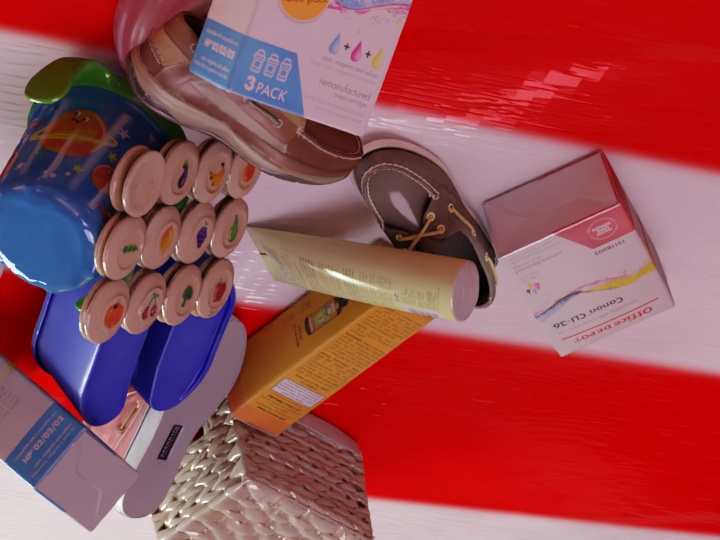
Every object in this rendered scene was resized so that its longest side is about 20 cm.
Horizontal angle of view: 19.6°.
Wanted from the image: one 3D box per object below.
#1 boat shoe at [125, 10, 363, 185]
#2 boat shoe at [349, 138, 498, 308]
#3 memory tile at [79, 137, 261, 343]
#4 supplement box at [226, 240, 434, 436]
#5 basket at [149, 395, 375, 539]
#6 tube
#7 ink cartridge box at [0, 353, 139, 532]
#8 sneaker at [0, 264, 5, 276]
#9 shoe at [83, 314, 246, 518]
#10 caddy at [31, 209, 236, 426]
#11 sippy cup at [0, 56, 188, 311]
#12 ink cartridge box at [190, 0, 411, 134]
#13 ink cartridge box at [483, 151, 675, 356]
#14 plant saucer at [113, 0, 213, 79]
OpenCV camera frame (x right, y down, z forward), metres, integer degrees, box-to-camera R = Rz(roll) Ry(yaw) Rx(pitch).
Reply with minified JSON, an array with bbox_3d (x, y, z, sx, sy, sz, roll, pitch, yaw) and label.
[{"bbox_3d":[-0.073,-0.126,1.511,0.199,0.076,0.074,22,123,-36],"label":"boat shoe"},{"bbox_3d":[0.058,-0.037,1.738,0.072,0.061,0.202,-28,138,17],"label":"boat shoe"},{"bbox_3d":[-0.137,-0.026,1.560,0.200,0.017,0.154,-13,122,-62],"label":"memory tile"},{"bbox_3d":[-0.030,0.061,1.823,0.200,0.067,0.069,-38,135,27],"label":"supplement box"},{"bbox_3d":[-0.097,0.205,1.926,0.135,0.124,0.200,-36,135,23],"label":"basket"},{"bbox_3d":[0.000,0.000,1.722,0.199,0.052,0.059,9,107,28],"label":"tube"},{"bbox_3d":[-0.292,0.123,1.754,0.068,0.199,0.115,-50,150,-9],"label":"ink cartridge box"},{"bbox_3d":[-0.354,0.067,1.687,0.201,0.108,0.067,-37,137,13],"label":"sneaker"},{"bbox_3d":[-0.181,0.111,1.837,0.071,0.091,0.201,21,101,-50],"label":"shoe"},{"bbox_3d":[-0.190,0.031,1.714,0.141,0.105,0.201,-10,139,-37],"label":"caddy"},{"bbox_3d":[-0.209,-0.057,1.544,0.139,0.131,0.178,-29,110,38],"label":"sippy cup"},{"bbox_3d":[-0.024,-0.209,1.428,0.114,0.068,0.201,15,99,-33],"label":"ink cartridge box"},{"bbox_3d":[0.198,-0.001,1.816,0.116,0.068,0.200,-24,139,12],"label":"ink cartridge box"},{"bbox_3d":[-0.083,-0.171,1.551,0.199,0.051,0.201,-8,139,-7],"label":"plant saucer"}]
